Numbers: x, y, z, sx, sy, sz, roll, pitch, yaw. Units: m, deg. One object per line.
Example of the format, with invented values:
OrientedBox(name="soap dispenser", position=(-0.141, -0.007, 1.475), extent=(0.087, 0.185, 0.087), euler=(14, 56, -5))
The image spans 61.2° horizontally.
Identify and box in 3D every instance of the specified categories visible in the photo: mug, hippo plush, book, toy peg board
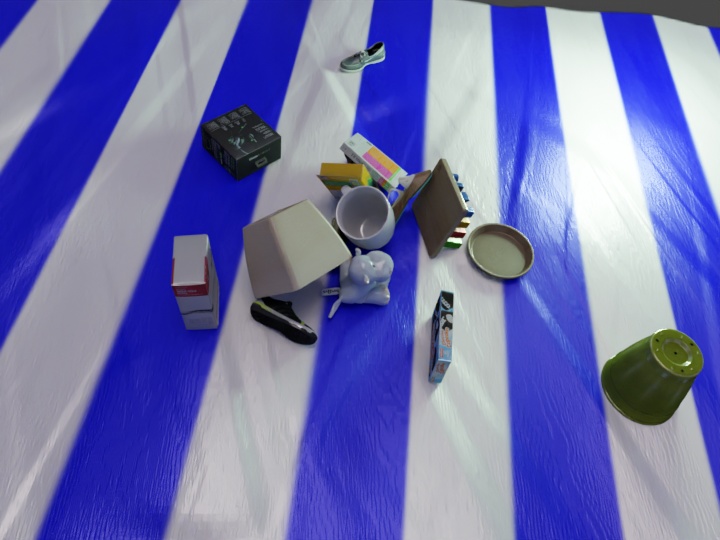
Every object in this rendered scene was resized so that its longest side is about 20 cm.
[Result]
OrientedBox(name="mug", position=(0.010, -0.152, 1.675), extent=(0.147, 0.175, 0.201), euler=(-37, 72, 3))
OrientedBox(name="hippo plush", position=(0.000, 0.000, 1.581), extent=(0.198, 0.162, 0.161), euler=(-9, 57, -19))
OrientedBox(name="book", position=(0.039, -0.324, 1.827), extent=(0.200, 0.048, 0.134), euler=(42, 29, -2))
OrientedBox(name="toy peg board", position=(0.254, -0.175, 1.741), extent=(0.097, 0.200, 0.202), euler=(2, 52, -26))

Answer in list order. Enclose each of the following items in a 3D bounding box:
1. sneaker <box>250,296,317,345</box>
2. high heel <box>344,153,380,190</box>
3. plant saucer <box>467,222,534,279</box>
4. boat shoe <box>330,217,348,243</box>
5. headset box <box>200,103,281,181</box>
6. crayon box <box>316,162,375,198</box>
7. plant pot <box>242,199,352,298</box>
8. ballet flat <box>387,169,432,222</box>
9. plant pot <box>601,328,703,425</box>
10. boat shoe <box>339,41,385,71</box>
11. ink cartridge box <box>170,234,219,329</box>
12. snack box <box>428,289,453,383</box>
OrientedBox(name="sneaker", position=(-0.185, 0.111, 1.538), extent=(0.198, 0.072, 0.083), euler=(27, 54, 12))
OrientedBox(name="high heel", position=(0.019, -0.283, 1.873), extent=(0.067, 0.096, 0.202), euler=(-28, 80, 13))
OrientedBox(name="plant saucer", position=(0.404, -0.053, 1.767), extent=(0.197, 0.030, 0.202), euler=(4, 54, -6))
OrientedBox(name="boat shoe", position=(-0.072, -0.093, 1.708), extent=(0.062, 0.073, 0.203), euler=(-5, 54, 27))
OrientedBox(name="headset box", position=(-0.359, -0.390, 1.863), extent=(0.174, 0.093, 0.200), euler=(-35, 66, -29))
OrientedBox(name="crayon box", position=(-0.037, -0.257, 1.731), extent=(0.124, 0.200, 0.052), euler=(5, 80, 14))
OrientedBox(name="plant pot", position=(-0.176, -0.062, 1.516), extent=(0.199, 0.199, 0.179), euler=(-31, 103, -39))
OrientedBox(name="ballet flat", position=(0.123, -0.222, 1.757), extent=(0.072, 0.201, 0.068), euler=(34, 22, -9))
OrientedBox(name="plant pot", position=(0.728, 0.246, 1.493), extent=(0.198, 0.194, 0.202), euler=(4, 54, -5))
OrientedBox(name="boat shoe", position=(0.007, -0.782, 2.218), extent=(0.199, 0.062, 0.073), euler=(-27, 62, -25))
OrientedBox(name="ink cartridge box", position=(-0.400, 0.032, 1.486), extent=(0.082, 0.201, 0.148), euler=(-4, 54, -7))
OrientedBox(name="snack box", position=(0.202, 0.165, 1.525), extent=(0.037, 0.117, 0.202), euler=(9, 53, -1))
